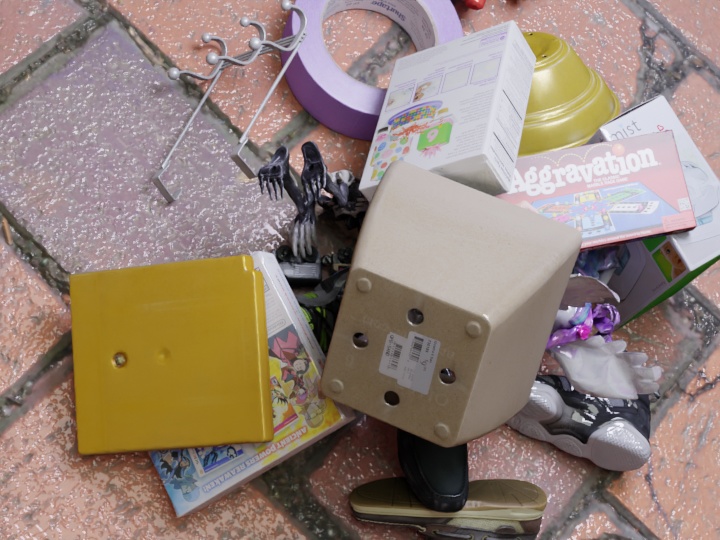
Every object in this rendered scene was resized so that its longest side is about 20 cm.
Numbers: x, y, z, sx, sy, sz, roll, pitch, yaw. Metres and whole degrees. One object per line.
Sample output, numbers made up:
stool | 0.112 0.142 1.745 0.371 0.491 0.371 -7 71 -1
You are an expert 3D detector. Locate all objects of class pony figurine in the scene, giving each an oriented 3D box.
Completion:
pony figurine | 0.201 0.047 1.495 0.167 0.191 0.201 60 35 -28

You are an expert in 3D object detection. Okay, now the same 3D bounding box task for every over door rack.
over door rack | -0.143 -0.182 1.523 0.066 0.147 0.202 35 60 -35

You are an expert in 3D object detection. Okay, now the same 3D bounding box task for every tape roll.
tape roll | 0.013 -0.250 1.642 0.198 0.066 0.202 6 69 -14

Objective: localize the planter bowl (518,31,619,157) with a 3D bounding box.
planter bowl | 0.178 -0.203 1.596 0.198 0.084 0.201 -9 32 5

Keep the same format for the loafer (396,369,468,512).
loafer | 0.069 0.148 1.469 0.067 0.071 0.202 1 46 -14

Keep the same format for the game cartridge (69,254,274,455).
game cartridge | -0.182 0.082 1.402 0.198 0.032 0.179 -5 85 17

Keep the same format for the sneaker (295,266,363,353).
sneaker | -0.050 0.055 1.489 0.198 0.083 0.071 -29 88 -16

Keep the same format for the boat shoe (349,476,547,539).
boat shoe | 0.087 0.249 1.471 0.197 0.073 0.066 2 108 0

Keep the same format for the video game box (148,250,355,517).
video game box | -0.129 0.110 1.419 0.199 0.047 0.184 -31 76 15

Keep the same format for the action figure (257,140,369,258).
action figure | -0.023 -0.058 1.504 0.118 0.200 0.103 -3 71 31

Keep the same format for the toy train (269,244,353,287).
toy train | 0.000 0.000 1.560 0.198 0.034 0.046 1 74 -15

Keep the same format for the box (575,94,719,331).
box | 0.297 -0.059 1.574 0.096 0.200 0.177 -28 80 -23

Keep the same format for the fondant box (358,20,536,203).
fondant box | 0.090 -0.150 1.479 0.058 0.143 0.201 52 38 -34

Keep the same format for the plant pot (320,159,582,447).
plant pot | 0.065 0.045 1.346 0.198 0.202 0.177 22 27 13

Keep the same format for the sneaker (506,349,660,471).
sneaker | 0.223 0.126 1.558 0.198 0.076 0.114 26 55 0

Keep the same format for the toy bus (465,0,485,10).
toy bus | 0.174 -0.383 1.710 0.198 0.136 0.194 21 79 -10

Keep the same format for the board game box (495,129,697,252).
board game box | 0.225 -0.072 1.456 0.198 0.019 0.104 -11 76 -5
